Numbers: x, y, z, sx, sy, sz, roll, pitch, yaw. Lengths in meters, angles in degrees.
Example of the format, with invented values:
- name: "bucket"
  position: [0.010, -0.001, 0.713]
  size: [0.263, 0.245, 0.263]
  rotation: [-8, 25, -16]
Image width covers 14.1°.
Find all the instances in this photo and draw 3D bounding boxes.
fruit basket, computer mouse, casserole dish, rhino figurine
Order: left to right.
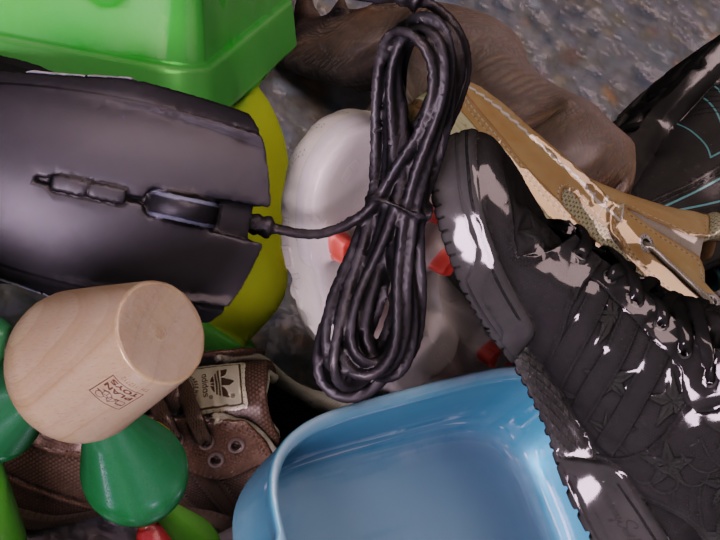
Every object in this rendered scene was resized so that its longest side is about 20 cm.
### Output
- name: "fruit basket"
  position: [-0.093, -0.068, 1.040]
  size: [0.155, 0.216, 0.216]
  rotation: [11, 46, 6]
- name: "computer mouse"
  position: [-0.064, -0.050, 0.909]
  size: [0.199, 0.141, 0.046]
  rotation: [17, 2, 8]
- name: "rhino figurine"
  position: [0.032, -0.062, 1.137]
  size: [0.087, 0.060, 0.200]
  rotation: [-39, 49, -6]
- name: "casserole dish"
  position: [0.028, 0.100, 0.952]
  size: [0.200, 0.039, 0.122]
  rotation: [-11, 79, -50]

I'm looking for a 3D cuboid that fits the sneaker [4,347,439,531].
- name: "sneaker"
  position: [-0.067, 0.047, 1.000]
  size: [0.199, 0.076, 0.071]
  rotation: [11, 50, -24]

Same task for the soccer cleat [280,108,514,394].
- name: "soccer cleat"
  position: [0.000, 0.000, 1.021]
  size: [0.077, 0.200, 0.069]
  rotation: [34, 77, 28]

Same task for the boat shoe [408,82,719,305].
- name: "boat shoe"
  position: [0.098, 0.003, 1.032]
  size: [0.076, 0.072, 0.200]
  rotation: [-40, 90, -11]

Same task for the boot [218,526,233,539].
- name: "boot"
  position: [-0.031, 0.175, 0.935]
  size: [0.096, 0.073, 0.200]
  rotation: [50, 27, -26]

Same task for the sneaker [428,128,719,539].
- name: "sneaker"
  position: [0.106, 0.028, 0.952]
  size: [0.201, 0.104, 0.060]
  rotation: [64, 15, -16]

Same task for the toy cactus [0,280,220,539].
- name: "toy cactus"
  position: [-0.110, 0.042, 0.883]
  size: [0.200, 0.165, 0.102]
  rotation: [46, 54, -16]

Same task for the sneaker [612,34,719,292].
- name: "sneaker"
  position: [0.134, -0.036, 1.204]
  size: [0.079, 0.075, 0.200]
  rotation: [49, 55, -3]
